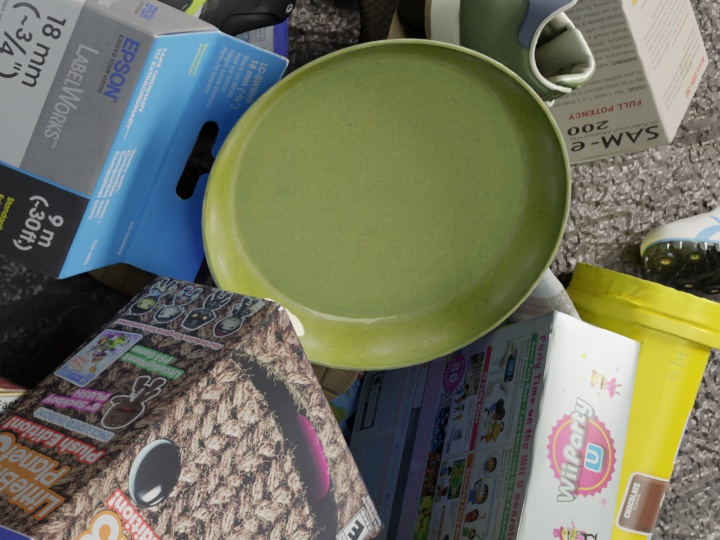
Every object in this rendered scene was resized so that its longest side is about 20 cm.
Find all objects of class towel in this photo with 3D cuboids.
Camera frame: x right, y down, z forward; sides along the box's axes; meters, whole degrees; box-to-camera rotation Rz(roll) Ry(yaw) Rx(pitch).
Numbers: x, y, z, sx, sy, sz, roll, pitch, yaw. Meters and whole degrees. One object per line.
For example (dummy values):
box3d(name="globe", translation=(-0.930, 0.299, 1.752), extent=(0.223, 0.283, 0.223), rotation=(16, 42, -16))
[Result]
box3d(name="towel", translation=(0.056, -0.013, 1.213), extent=(0.031, 0.149, 0.200), rotation=(-43, 118, -18))

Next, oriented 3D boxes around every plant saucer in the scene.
box3d(name="plant saucer", translation=(0.012, -0.038, 1.099), extent=(0.200, 0.031, 0.200), rotation=(-6, 121, -10))

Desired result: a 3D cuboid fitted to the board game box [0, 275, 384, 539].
box3d(name="board game box", translation=(-0.107, 0.129, 1.046), extent=(0.200, 0.097, 0.159), rotation=(-45, 127, -30))

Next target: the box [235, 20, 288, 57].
box3d(name="box", translation=(-0.122, -0.147, 1.145), extent=(0.200, 0.041, 0.119), rotation=(-5, 101, -28))

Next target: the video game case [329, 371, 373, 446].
box3d(name="video game case", translation=(-0.070, 0.104, 1.233), extent=(0.200, 0.017, 0.143), rotation=(-40, 116, -19))

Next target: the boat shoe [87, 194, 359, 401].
box3d(name="boat shoe", translation=(-0.081, 0.004, 1.171), extent=(0.200, 0.068, 0.072), rotation=(35, 103, -25))

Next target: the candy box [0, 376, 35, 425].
box3d(name="candy box", translation=(-0.225, 0.150, 1.089), extent=(0.056, 0.117, 0.200), rotation=(0, 98, -33))

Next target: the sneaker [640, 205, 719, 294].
box3d(name="sneaker", translation=(0.274, -0.030, 1.400), extent=(0.200, 0.072, 0.073), rotation=(-7, 68, -24))

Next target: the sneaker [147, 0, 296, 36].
box3d(name="sneaker", translation=(-0.057, -0.180, 1.127), extent=(0.200, 0.072, 0.083), rotation=(-42, 136, -10))

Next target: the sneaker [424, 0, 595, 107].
box3d(name="sneaker", translation=(0.088, -0.107, 1.165), extent=(0.200, 0.090, 0.067), rotation=(81, 16, -55))

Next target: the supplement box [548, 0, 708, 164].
box3d(name="supplement box", translation=(0.140, -0.183, 1.247), extent=(0.200, 0.074, 0.126), rotation=(68, 29, -21))

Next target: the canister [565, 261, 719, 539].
box3d(name="canister", translation=(0.154, 0.103, 1.296), extent=(0.087, 0.149, 0.200), rotation=(17, 92, -6))

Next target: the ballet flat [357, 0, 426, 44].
box3d(name="ballet flat", translation=(0.029, -0.137, 1.189), extent=(0.067, 0.046, 0.200), rotation=(-44, 148, -26))

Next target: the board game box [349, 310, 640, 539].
box3d(name="board game box", translation=(0.064, 0.116, 1.166), extent=(0.064, 0.200, 0.148), rotation=(21, 69, -25))

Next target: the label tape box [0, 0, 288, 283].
box3d(name="label tape box", translation=(-0.156, -0.079, 1.053), extent=(0.200, 0.063, 0.144), rotation=(22, 109, -7))
